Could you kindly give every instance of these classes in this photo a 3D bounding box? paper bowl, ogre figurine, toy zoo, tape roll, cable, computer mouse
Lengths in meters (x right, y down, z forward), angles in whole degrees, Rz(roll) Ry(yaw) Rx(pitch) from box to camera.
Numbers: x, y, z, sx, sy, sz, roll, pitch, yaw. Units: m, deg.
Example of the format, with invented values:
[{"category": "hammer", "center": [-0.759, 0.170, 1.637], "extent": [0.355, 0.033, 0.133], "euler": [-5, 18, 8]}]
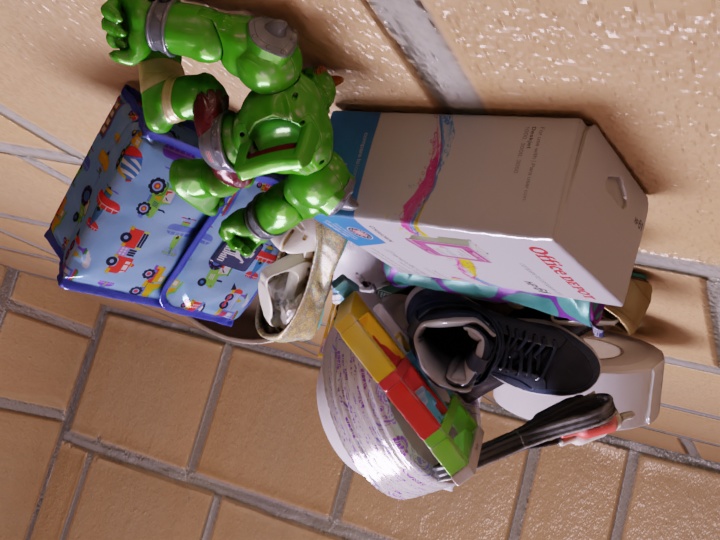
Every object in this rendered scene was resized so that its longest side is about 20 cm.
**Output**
[{"category": "paper bowl", "center": [0.032, 0.135, 0.978], "extent": [0.104, 0.202, 0.200], "euler": [-24, 148, 29]}, {"category": "ogre figurine", "center": [-0.073, -0.089, 0.607], "extent": [0.119, 0.202, 0.098], "euler": [0, -154, 25]}, {"category": "toy zoo", "center": [0.038, 0.088, 0.843], "extent": [0.200, 0.020, 0.131], "euler": [52, -168, 2]}, {"category": "tape roll", "center": [0.261, 0.125, 1.135], "extent": [0.200, 0.072, 0.203], "euler": [3, -169, -1]}, {"category": "cable", "center": [0.169, 0.165, 0.892], "extent": [0.199, 0.051, 0.097], "euler": [-24, 179, -18]}, {"category": "computer mouse", "center": [0.000, 0.000, 0.980], "extent": [0.109, 0.044, 0.200], "euler": [-9, 145, 13]}]

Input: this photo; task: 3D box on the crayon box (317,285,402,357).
[{"category": "crayon box", "center": [0.004, 0.066, 1.282], "extent": [0.051, 0.127, 0.200], "euler": [18, 170, -15]}]

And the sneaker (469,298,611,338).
[{"category": "sneaker", "center": [0.196, 0.043, 1.054], "extent": [0.198, 0.076, 0.070], "euler": [-3, 175, -27]}]

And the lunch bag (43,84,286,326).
[{"category": "lunch bag", "center": [-0.143, -0.040, 0.815], "extent": [0.199, 0.151, 0.094], "euler": [22, -161, -36]}]

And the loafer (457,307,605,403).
[{"category": "loafer", "center": [0.179, 0.073, 0.974], "extent": [0.198, 0.073, 0.073], "euler": [-20, -165, 8]}]

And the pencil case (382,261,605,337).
[{"category": "pencil case", "center": [0.122, -0.007, 0.817], "extent": [0.198, 0.086, 0.093], "euler": [12, 155, 24]}]

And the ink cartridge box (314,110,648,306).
[{"category": "ink cartridge box", "center": [0.084, -0.045, 0.672], "extent": [0.199, 0.085, 0.144], "euler": [7, 166, 36]}]

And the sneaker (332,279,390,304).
[{"category": "sneaker", "center": [0.010, 0.002, 1.098], "extent": [0.086, 0.076, 0.200], "euler": [9, 170, 5]}]

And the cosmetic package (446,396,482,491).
[{"category": "cosmetic package", "center": [0.092, 0.158, 1.279], "extent": [0.122, 0.202, 0.199], "euler": [17, -170, -1]}]

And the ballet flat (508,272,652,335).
[{"category": "ballet flat", "center": [0.177, 0.015, 0.910], "extent": [0.198, 0.064, 0.069], "euler": [14, 171, 15]}]

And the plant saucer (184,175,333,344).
[{"category": "plant saucer", "center": [-0.115, -0.025, 0.904], "extent": [0.198, 0.202, 0.029], "euler": [14, -153, 13]}]

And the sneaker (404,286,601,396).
[{"category": "sneaker", "center": [0.134, 0.080, 0.866], "extent": [0.201, 0.078, 0.146], "euler": [19, -171, -1]}]

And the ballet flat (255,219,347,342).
[{"category": "ballet flat", "center": [-0.052, -0.014, 0.806], "extent": [0.070, 0.071, 0.201], "euler": [16, 128, -1]}]
